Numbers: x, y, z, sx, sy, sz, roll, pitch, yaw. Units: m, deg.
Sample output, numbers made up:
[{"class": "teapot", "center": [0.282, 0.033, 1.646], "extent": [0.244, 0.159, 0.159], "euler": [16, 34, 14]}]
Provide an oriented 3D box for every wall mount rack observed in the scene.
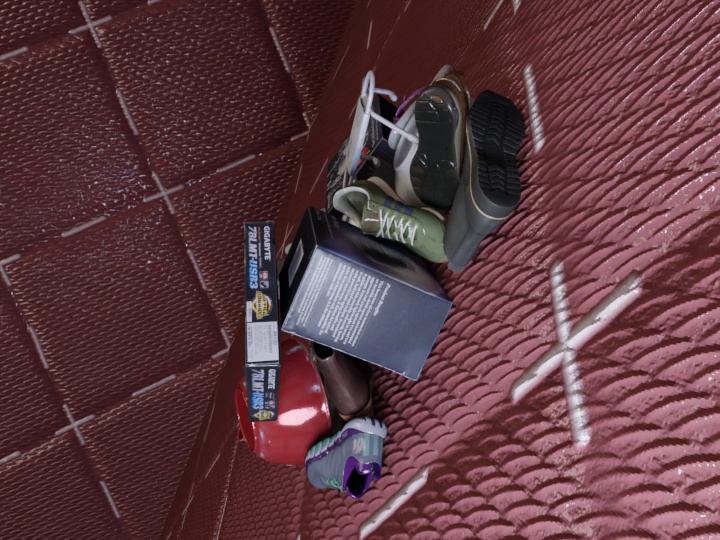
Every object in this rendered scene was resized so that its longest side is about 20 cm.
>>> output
[{"class": "wall mount rack", "center": [0.027, -0.184, 1.028], "extent": [0.176, 0.072, 0.204], "euler": [-102, 22, -53]}]

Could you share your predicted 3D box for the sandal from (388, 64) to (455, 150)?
[{"class": "sandal", "center": [0.094, -0.276, 1.151], "extent": [0.203, 0.049, 0.083], "euler": [-50, -19, -31]}]

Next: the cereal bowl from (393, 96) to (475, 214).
[{"class": "cereal bowl", "center": [0.106, -0.183, 1.051], "extent": [0.200, 0.081, 0.206], "euler": [-159, 89, -76]}]

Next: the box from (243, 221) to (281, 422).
[{"class": "box", "center": [-0.133, 0.074, 0.926], "extent": [0.202, 0.048, 0.204], "euler": [102, 166, -58]}]

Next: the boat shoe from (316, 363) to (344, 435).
[{"class": "boat shoe", "center": [-0.058, 0.200, 1.132], "extent": [0.073, 0.061, 0.208], "euler": [169, 110, -71]}]

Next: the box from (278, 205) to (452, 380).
[{"class": "box", "center": [-0.001, 0.023, 0.934], "extent": [0.126, 0.194, 0.201], "euler": [-63, 16, 15]}]

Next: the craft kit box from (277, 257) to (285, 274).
[{"class": "craft kit box", "center": [-0.139, 0.026, 1.438], "extent": [0.050, 0.193, 0.200], "euler": [-64, 15, 8]}]

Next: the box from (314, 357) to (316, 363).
[{"class": "box", "center": [-0.051, 0.144, 1.200], "extent": [0.205, 0.073, 0.050], "euler": [-68, 15, 0]}]

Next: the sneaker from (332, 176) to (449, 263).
[{"class": "sneaker", "center": [0.039, -0.064, 0.936], "extent": [0.199, 0.088, 0.069], "euler": [39, 129, 37]}]

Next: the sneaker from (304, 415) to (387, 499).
[{"class": "sneaker", "center": [-0.028, 0.279, 0.942], "extent": [0.201, 0.072, 0.090], "euler": [126, 153, -46]}]

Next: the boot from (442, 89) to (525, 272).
[{"class": "boot", "center": [0.142, -0.114, 0.858], "extent": [0.140, 0.075, 0.204], "euler": [116, 172, -52]}]

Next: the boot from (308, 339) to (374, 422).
[{"class": "boot", "center": [-0.033, 0.123, 0.996], "extent": [0.071, 0.169, 0.201], "euler": [-25, 32, -1]}]

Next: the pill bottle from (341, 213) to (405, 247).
[{"class": "pill bottle", "center": [0.000, 0.000, 1.116], "extent": [0.119, 0.117, 0.205], "euler": [-155, 86, -75]}]

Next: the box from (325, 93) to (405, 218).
[{"class": "box", "center": [0.024, -0.190, 1.266], "extent": [0.183, 0.102, 0.202], "euler": [-51, 22, 27]}]

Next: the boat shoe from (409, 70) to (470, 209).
[{"class": "boat shoe", "center": [0.113, -0.167, 0.896], "extent": [0.074, 0.074, 0.203], "euler": [-53, -21, -31]}]

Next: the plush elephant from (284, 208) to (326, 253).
[{"class": "plush elephant", "center": [-0.062, -0.024, 1.302], "extent": [0.204, 0.151, 0.166], "euler": [-84, 21, -43]}]

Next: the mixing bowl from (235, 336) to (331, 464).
[{"class": "mixing bowl", "center": [-0.130, 0.218, 1.066], "extent": [0.200, 0.105, 0.206], "euler": [44, 141, 51]}]

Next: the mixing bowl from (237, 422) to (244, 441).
[{"class": "mixing bowl", "center": [-0.167, 0.262, 1.396], "extent": [0.200, 0.106, 0.206], "euler": [-159, 89, -75]}]
